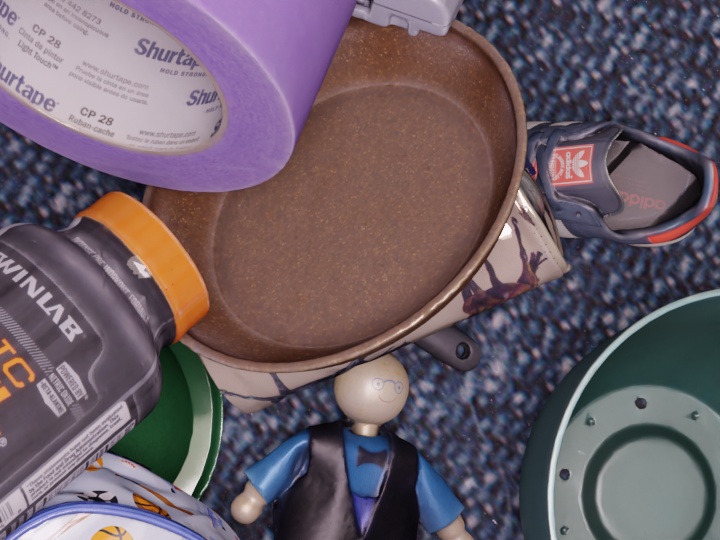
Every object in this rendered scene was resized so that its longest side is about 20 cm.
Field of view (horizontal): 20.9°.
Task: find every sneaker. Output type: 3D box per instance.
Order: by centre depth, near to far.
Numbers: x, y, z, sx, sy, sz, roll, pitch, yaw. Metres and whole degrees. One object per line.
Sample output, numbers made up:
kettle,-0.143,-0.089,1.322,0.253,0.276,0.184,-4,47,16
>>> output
sneaker,0.095,-0.052,1.030,0.199,0.085,0.075,1,84,-10

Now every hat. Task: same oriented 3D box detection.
hat,-0.156,0.072,0.924,0.199,0.176,0.166,-25,87,-11

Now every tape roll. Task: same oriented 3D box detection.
tape roll,-0.107,-0.125,0.874,0.199,0.200,0.085,24,66,-7

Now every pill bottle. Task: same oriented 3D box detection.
pill bottle,-0.159,0.051,0.837,0.200,0.106,0.106,-41,92,-22

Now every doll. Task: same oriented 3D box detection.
doll,-0.002,0.141,1.012,0.136,0.048,0.201,7,85,-19

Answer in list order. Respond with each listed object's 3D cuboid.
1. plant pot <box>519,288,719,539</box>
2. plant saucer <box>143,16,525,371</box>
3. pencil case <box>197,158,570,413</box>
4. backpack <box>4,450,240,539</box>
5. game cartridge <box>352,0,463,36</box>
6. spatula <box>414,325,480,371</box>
plant pot,0.169,0.115,0.987,0.199,0.161,0.202,1,85,-11
plant saucer,-0.010,-0.034,0.921,0.199,0.037,0.201,-14,53,19
pencil case,0.000,0.000,0.980,0.199,0.078,0.090,-25,83,10
backpack,-0.134,0.185,0.895,0.200,0.154,0.191,31,90,-28
game cartridge,-0.030,-0.195,0.946,0.199,0.041,0.133,19,52,7
spatula,-0.021,-0.002,1.036,0.199,0.021,0.057,32,76,-5
